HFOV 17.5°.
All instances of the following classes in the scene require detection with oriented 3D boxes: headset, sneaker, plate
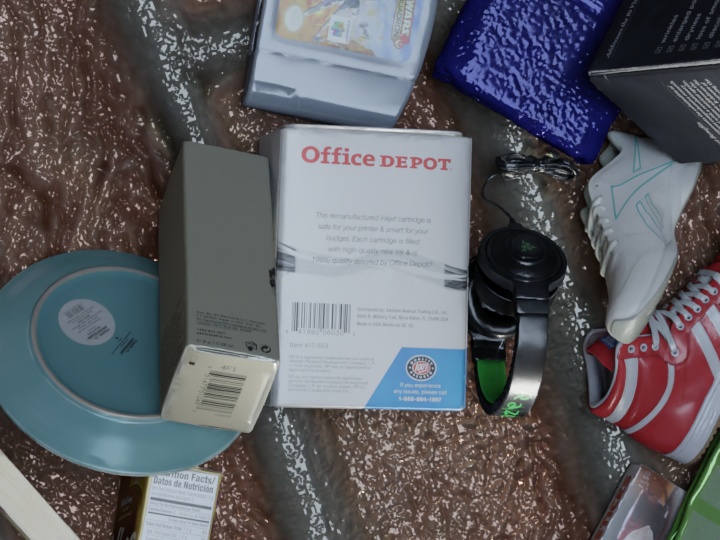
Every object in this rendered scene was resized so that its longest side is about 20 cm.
[{"bbox_3d":[0.121,0.009,1.721,0.093,0.124,0.202,3,71,-13],"label":"headset"},{"bbox_3d":[0.241,0.035,1.772,0.112,0.071,0.201,24,85,-16],"label":"sneaker"},{"bbox_3d":[-0.165,0.056,1.631,0.199,0.026,0.201,11,47,-13],"label":"plate"},{"bbox_3d":[0.197,-0.026,1.737,0.080,0.071,0.201,21,46,-1],"label":"sneaker"}]

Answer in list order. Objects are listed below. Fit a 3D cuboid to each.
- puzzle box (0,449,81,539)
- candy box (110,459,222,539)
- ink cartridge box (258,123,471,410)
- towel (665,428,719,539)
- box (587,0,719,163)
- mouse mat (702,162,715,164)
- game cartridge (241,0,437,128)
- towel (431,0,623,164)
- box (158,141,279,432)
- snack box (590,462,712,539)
[{"bbox_3d":[-0.250,0.136,1.580,0.025,0.200,0.133,-42,99,-11],"label":"puzzle box"},{"bbox_3d":[-0.149,0.232,1.646,0.056,0.117,0.202,12,85,-14],"label":"candy box"},{"bbox_3d":[0.000,0.000,1.704,0.145,0.086,0.202,2,87,-15],"label":"ink cartridge box"},{"bbox_3d":[0.329,0.221,1.798,0.199,0.031,0.150,30,81,-20],"label":"towel"},{"bbox_3d":[0.300,-0.192,1.678,0.124,0.196,0.201,39,69,-31],"label":"box"},{"bbox_3d":[0.255,-0.203,1.814,0.200,0.008,0.161,46,79,-10],"label":"mouse mat"},{"bbox_3d":[-0.009,-0.208,1.734,0.132,0.042,0.202,9,86,-10],"label":"game cartridge"},{"bbox_3d":[0.157,-0.196,1.765,0.147,0.050,0.201,30,80,-8],"label":"towel"},{"bbox_3d":[-0.100,0.010,1.626,0.068,0.082,0.201,10,46,-15],"label":"box"},{"bbox_3d":[0.192,0.251,1.778,0.072,0.024,0.201,31,81,-13],"label":"snack box"}]
